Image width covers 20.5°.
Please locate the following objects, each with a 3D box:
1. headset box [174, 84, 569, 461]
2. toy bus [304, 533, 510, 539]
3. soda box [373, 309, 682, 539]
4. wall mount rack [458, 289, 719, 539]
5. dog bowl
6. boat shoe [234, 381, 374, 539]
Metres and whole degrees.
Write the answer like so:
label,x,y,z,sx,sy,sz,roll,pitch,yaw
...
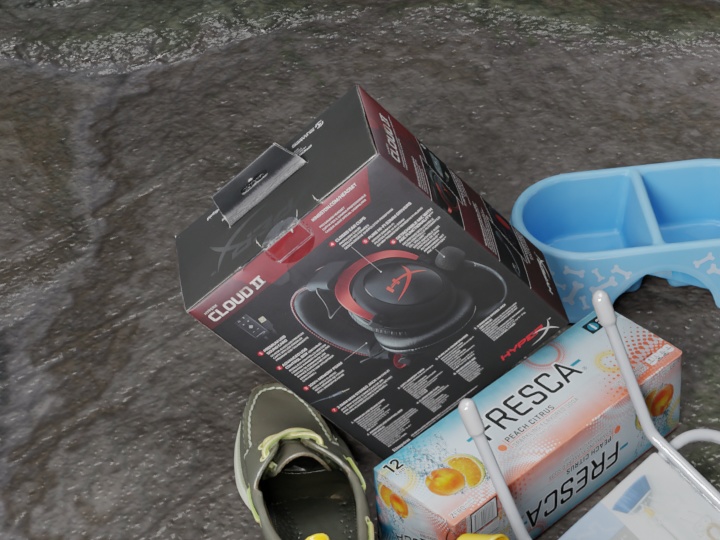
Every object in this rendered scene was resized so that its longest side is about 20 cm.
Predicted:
label,x,y,z,sx,sy,sz,roll,pitch,yaw
headset box,0.000,0.000,1.154,0.149,0.200,0.075,-39,35,18
toy bus,-0.018,0.227,0.982,0.191,0.136,0.200,3,40,30
soda box,0.100,0.103,1.162,0.200,0.064,0.068,-32,47,-31
wall mount rack,0.145,0.118,1.101,0.200,0.075,0.174,-36,73,-32
dog bowl,0.190,-0.024,1.321,0.199,0.050,0.112,-6,39,-2
boat shoe,-0.030,0.128,1.146,0.072,0.060,0.202,-12,40,-9
